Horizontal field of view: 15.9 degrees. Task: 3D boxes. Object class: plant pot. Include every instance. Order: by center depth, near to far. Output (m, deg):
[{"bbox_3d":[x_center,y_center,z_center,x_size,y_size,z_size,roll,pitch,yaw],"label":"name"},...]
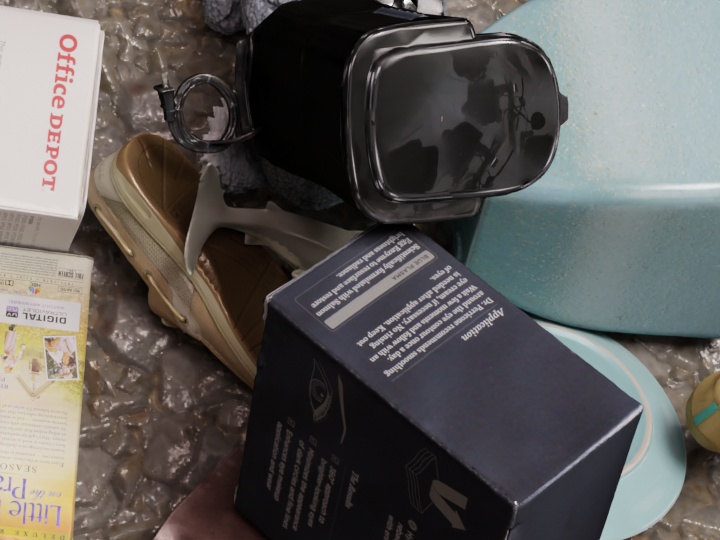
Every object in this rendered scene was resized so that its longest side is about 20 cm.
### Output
[{"bbox_3d":[0.159,-0.077,1.704,0.199,0.196,0.197,-3,60,-11],"label":"plant pot"}]

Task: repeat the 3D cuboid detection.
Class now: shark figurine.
[{"bbox_3d":[-0.013,-0.016,1.659,0.214,0.090,0.128,34,28,-11],"label":"shark figurine"}]

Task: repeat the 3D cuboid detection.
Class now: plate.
[{"bbox_3d":[0.123,0.092,1.683,0.199,0.026,0.201,11,45,-11],"label":"plate"}]

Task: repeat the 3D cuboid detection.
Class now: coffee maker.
[{"bbox_3d":[0.002,-0.093,1.553,0.192,0.200,0.135,-30,107,-10],"label":"coffee maker"}]

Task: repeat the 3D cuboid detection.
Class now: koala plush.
[{"bbox_3d":[-0.025,-0.133,1.710,0.177,0.184,0.201,14,76,-9],"label":"koala plush"}]

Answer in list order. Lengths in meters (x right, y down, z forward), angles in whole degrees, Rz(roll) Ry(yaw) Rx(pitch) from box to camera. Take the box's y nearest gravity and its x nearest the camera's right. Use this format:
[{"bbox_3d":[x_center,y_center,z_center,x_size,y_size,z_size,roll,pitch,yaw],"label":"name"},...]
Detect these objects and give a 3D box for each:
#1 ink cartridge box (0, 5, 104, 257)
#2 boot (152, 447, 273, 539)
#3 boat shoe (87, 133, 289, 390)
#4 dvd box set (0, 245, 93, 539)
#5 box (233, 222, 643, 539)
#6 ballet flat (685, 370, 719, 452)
[{"bbox_3d":[-0.275,-0.096,1.665,0.199,0.083,0.147,9,65,-10],"label":"ink cartridge box"},{"bbox_3d":[-0.017,0.165,1.623,0.166,0.072,0.200,43,62,8],"label":"boot"},{"bbox_3d":[-0.105,0.006,1.676,0.200,0.065,0.072,53,41,-9],"label":"boat shoe"},{"bbox_3d":[-0.247,0.077,1.624,0.146,0.029,0.201,6,65,-12],"label":"dvd box set"},{"bbox_3d":[0.040,0.111,1.520,0.200,0.197,0.117,39,53,24],"label":"box"},{"bbox_3d":[0.303,0.063,1.671,0.200,0.063,0.069,-25,73,-23],"label":"ballet flat"}]
